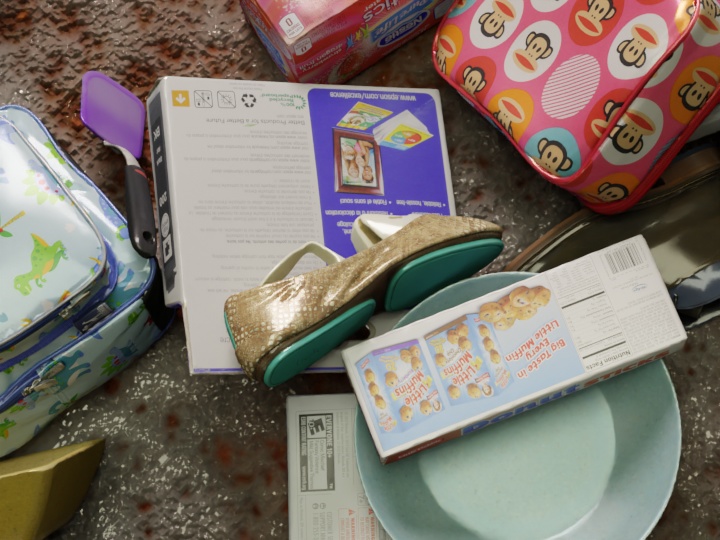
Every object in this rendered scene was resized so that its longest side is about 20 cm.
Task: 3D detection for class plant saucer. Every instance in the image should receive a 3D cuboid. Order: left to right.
[{"bbox_3d":[-0.260,0.153,1.136,0.198,0.200,0.049,-13,89,2],"label":"plant saucer"},{"bbox_3d":[0.096,0.102,1.145,0.199,0.039,0.203,-1,72,4],"label":"plant saucer"}]

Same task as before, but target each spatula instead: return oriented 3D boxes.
[{"bbox_3d":[-0.152,-0.068,1.214,0.021,0.056,0.201,-45,34,16],"label":"spatula"}]

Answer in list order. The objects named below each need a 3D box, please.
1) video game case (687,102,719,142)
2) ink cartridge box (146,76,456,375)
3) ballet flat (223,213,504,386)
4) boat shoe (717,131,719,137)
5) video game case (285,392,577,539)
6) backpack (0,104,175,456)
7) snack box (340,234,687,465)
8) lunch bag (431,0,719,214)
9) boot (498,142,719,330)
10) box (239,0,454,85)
[{"bbox_3d":[0.207,-0.172,1.205,0.023,0.199,0.184,13,69,-37],"label":"video game case"},{"bbox_3d":[-0.032,-0.024,1.202,0.196,0.043,0.202,1,68,-21],"label":"ink cartridge box"},{"bbox_3d":[0.000,0.000,1.147,0.199,0.071,0.065,-26,66,-31],"label":"ballet flat"},{"bbox_3d":[0.318,-0.053,1.201,0.199,0.091,0.071,27,119,-14],"label":"boat shoe"},{"bbox_3d":[0.046,0.176,1.168,0.179,0.046,0.202,-3,72,4],"label":"video game case"},{"bbox_3d":[-0.245,0.010,1.197,0.200,0.147,0.183,-41,71,-5],"label":"backpack"},{"bbox_3d":[0.092,0.048,1.129,0.198,0.024,0.072,-21,73,-3],"label":"snack box"},{"bbox_3d":[0.148,-0.153,1.185,0.177,0.082,0.200,-53,41,14],"label":"lunch bag"},{"bbox_3d":[0.175,0.005,1.196,0.199,0.075,0.097,-32,70,-7],"label":"boot"},{"bbox_3d":[0.015,-0.216,1.266,0.199,0.100,0.096,-33,71,-5],"label":"box"}]
